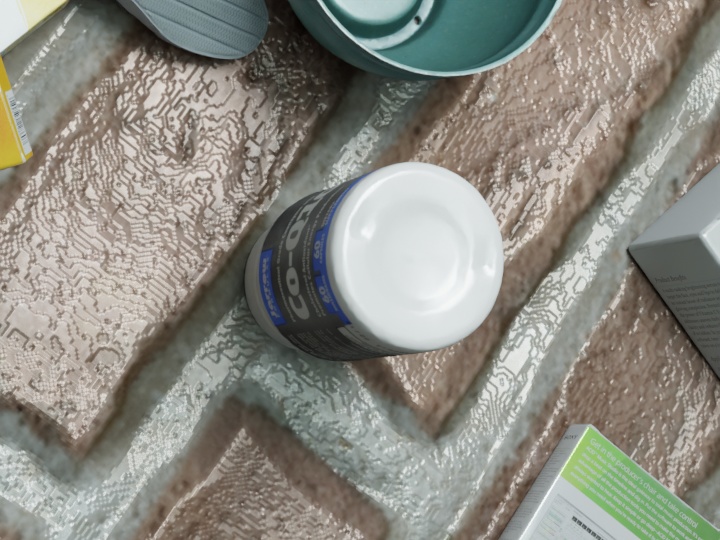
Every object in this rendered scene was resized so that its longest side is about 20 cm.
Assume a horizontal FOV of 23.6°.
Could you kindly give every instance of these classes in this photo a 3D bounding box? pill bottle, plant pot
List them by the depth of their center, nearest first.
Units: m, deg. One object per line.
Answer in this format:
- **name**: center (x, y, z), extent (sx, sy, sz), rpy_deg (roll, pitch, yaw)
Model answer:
- **pill bottle**: center (0.000, 0.000, 1.098), extent (0.113, 0.200, 0.114), rpy_deg (2, 84, -21)
- **plant pot**: center (0.024, -0.217, 1.162), extent (0.200, 0.134, 0.201), rpy_deg (2, 84, -21)

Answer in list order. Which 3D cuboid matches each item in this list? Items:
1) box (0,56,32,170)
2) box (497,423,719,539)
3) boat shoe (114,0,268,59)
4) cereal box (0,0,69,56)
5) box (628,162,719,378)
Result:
- **box**: center (-0.308, -0.094, 1.023), extent (0.199, 0.041, 0.119), rpy_deg (-16, 101, 3)
- **box**: center (0.157, 0.231, 1.225), extent (0.144, 0.036, 0.200), rpy_deg (39, 74, -13)
- **boat shoe**: center (-0.145, -0.209, 1.129), extent (0.200, 0.067, 0.074), rpy_deg (31, 103, -39)
- **cereal box**: center (-0.302, -0.167, 1.083), extent (0.200, 0.040, 0.144), rpy_deg (-43, 100, -19)
- **box**: center (0.326, 0.012, 1.270), extent (0.152, 0.106, 0.200), rpy_deg (-40, 99, -19)
